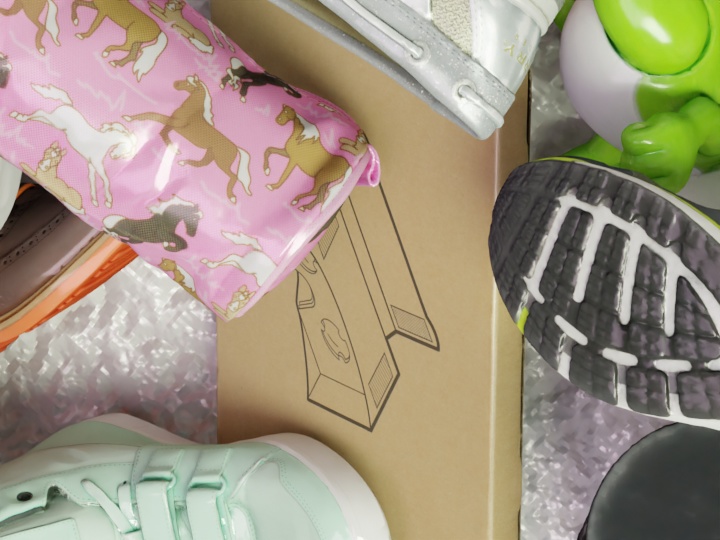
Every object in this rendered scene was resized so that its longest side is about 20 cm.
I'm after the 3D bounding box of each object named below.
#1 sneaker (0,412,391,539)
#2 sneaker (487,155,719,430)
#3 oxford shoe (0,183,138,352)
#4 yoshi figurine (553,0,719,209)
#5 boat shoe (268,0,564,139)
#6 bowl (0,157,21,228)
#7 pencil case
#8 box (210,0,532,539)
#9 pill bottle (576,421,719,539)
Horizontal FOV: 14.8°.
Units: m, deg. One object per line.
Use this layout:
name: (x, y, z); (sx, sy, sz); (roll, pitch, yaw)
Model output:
sneaker: (-0.084, 0.111, 1.071); (0.200, 0.118, 0.074); (6, 113, 47)
sneaker: (0.134, 0.018, 0.895); (0.200, 0.081, 0.074); (27, 110, 17)
oxford shoe: (-0.146, -0.009, 1.112); (0.200, 0.071, 0.073); (-32, 93, 31)
yoshi figurine: (0.095, -0.041, 0.980); (0.112, 0.112, 0.200); (-18, 107, 36)
boat shoe: (-0.034, -0.108, 0.913); (0.202, 0.074, 0.065); (23, 80, 8)
bowl: (-0.212, -0.105, 1.078); (0.200, 0.075, 0.200); (6, 105, 22)
pencil case: (-0.091, -0.069, 0.974); (0.200, 0.083, 0.087); (39, 118, -5)
box: (0.000, 0.000, 1.037); (0.163, 0.021, 0.200); (23, 122, 44)
pill bottle: (0.132, 0.123, 0.973); (0.112, 0.112, 0.200); (13, 161, 16)
